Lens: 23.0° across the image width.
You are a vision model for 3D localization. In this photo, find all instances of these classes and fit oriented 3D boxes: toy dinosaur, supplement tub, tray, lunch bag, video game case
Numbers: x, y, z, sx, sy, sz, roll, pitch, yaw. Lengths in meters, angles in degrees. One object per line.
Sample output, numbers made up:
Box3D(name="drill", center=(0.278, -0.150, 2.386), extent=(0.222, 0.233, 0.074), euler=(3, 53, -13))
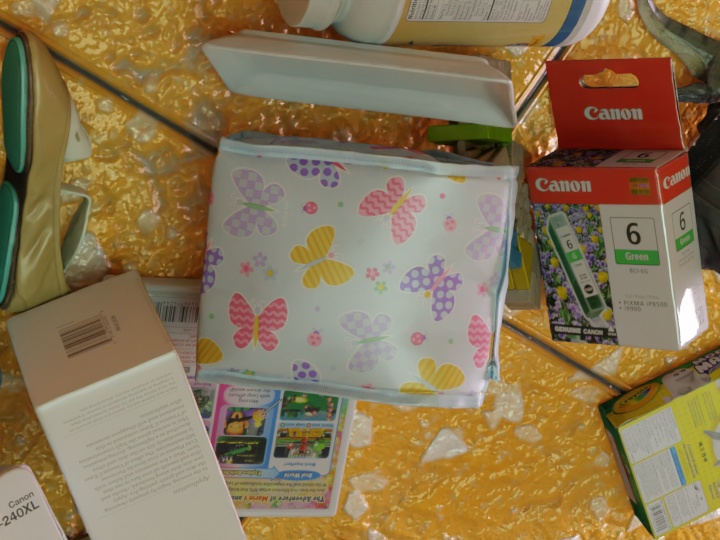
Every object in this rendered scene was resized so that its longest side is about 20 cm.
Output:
Box3D(name="toy dinosaur", center=(0.260, -0.134, 1.298), extent=(0.200, 0.047, 0.088), euler=(23, 99, -22))
Box3D(name="supplement tub", center=(0.052, -0.217, 1.139), extent=(0.199, 0.145, 0.145), euler=(-2, 112, -17))
Box3D(name="tray", center=(0.003, -0.127, 1.150), extent=(0.199, 0.107, 0.022), euler=(8, 81, 8))
Box3D(name="lunch bag", center=(0.000, 0.000, 1.187), extent=(0.199, 0.127, 0.170), euler=(6, 98, 7))
Box3D(name="video game case", center=(-0.099, 0.095, 1.286), extent=(0.199, 0.024, 0.183), euler=(3, 111, -20))

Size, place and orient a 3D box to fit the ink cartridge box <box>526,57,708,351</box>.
Box3D(name="ink cartridge box", center=(0.177, -0.047, 1.254), extent=(0.050, 0.109, 0.201), euler=(-29, 115, -47))

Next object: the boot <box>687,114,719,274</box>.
Box3D(name="boot", center=(0.260, -0.007, 1.272), extent=(0.070, 0.132, 0.200), euler=(-10, 143, -43))

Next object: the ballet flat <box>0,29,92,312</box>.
Box3D(name="ballet flat", center=(-0.208, -0.065, 1.168), extent=(0.063, 0.069, 0.201), euler=(-3, 122, -26))

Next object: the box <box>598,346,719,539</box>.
Box3D(name="box", center=(0.299, 0.118, 1.411), extent=(0.199, 0.048, 0.118), euler=(-24, 116, -5))

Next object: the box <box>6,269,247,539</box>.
Box3D(name="box", center=(-0.151, 0.123, 1.191), extent=(0.097, 0.124, 0.200), euler=(-22, 122, -9))

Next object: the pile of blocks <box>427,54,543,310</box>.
Box3D(name="pile of blocks", center=(0.078, -0.058, 1.251), extent=(0.062, 0.082, 0.201), euler=(-2, 113, 26))

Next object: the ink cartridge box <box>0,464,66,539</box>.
Box3D(name="ink cartridge box", center=(-0.285, 0.195, 1.133), extent=(0.145, 0.200, 0.084), euler=(-29, 97, -28))

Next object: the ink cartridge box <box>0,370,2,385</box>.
Box3D(name="ink cartridge box", center=(-0.306, 0.009, 1.112), extent=(0.128, 0.125, 0.201), euler=(-1, 112, 0))

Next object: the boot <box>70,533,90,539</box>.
Box3D(name="boot", center=(-0.213, 0.263, 1.242), extent=(0.199, 0.156, 0.073), euler=(-14, 122, -11))
